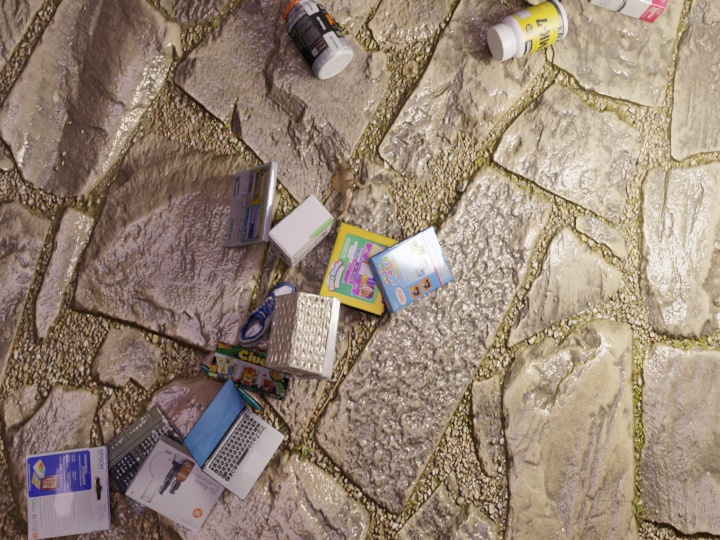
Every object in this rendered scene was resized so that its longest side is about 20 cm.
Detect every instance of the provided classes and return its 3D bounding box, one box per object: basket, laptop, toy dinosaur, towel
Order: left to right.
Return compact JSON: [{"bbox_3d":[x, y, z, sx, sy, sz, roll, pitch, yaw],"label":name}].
[{"bbox_3d":[-0.523,0.468,1.645,0.199,0.035,0.193,-38,82,-6],"label":"towel"},{"bbox_3d":[-0.296,0.403,1.584,0.199,0.116,0.188,36,56,-1],"label":"laptop"},{"bbox_3d":[-0.143,0.158,1.633,0.122,0.135,0.203,16,73,-35],"label":"basket"},{"bbox_3d":[-0.028,-0.231,1.775,0.100,0.058,0.203,-10,74,10],"label":"toy dinosaur"}]

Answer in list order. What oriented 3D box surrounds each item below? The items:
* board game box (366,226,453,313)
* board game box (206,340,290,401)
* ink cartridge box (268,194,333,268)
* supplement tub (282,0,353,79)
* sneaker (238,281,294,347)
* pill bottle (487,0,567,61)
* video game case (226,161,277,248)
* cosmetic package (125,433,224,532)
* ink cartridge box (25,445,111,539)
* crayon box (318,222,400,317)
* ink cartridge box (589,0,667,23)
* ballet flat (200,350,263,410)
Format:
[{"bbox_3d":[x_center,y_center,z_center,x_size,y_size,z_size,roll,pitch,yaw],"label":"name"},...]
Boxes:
[{"bbox_3d":[0.130,-0.004,1.707,0.198,0.036,0.153,-27,99,-24],"label":"board game box"},{"bbox_3d":[-0.273,0.250,1.653,0.197,0.024,0.106,18,44,-9],"label":"board game box"},{"bbox_3d":[-0.150,-0.094,1.665,0.145,0.200,0.084,-43,88,-8],"label":"ink cartridge box"},{"bbox_3d":[-0.118,-0.630,1.787,0.122,0.123,0.201,-33,85,-8],"label":"supplement tub"},{"bbox_3d":[-0.235,0.112,1.684,0.075,0.088,0.201,35,79,4],"label":"sneaker"},{"bbox_3d":[0.458,-0.659,1.832,0.198,0.114,0.116,-24,83,-6],"label":"pill bottle"},{"bbox_3d":[-0.278,-0.164,1.691,0.022,0.181,0.203,13,78,-40],"label":"video game case"},{"bbox_3d":[-0.438,0.513,1.599,0.199,0.052,0.152,33,89,-13],"label":"cosmetic package"},{"bbox_3d":[-0.705,0.538,1.613,0.197,0.047,0.201,-5,80,-6],"label":"ink cartridge box"},{"bbox_3d":[0.000,0.000,1.731,0.170,0.058,0.203,18,80,1],"label":"crayon box"},{"bbox_3d":[0.772,-0.817,1.889,0.197,0.084,0.147,18,80,-1],"label":"ink cartridge box"},{"bbox_3d":[-0.310,0.269,1.669,0.199,0.068,0.068,36,64,2],"label":"ballet flat"}]
